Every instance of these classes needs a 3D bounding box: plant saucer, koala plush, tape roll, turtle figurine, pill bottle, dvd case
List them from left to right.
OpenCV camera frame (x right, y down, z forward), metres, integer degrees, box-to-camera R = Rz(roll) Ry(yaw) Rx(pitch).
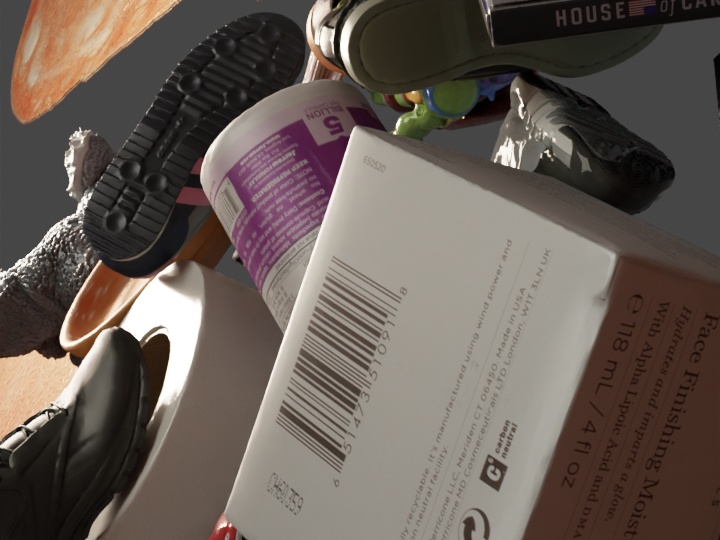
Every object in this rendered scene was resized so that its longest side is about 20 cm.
[{"bbox_3d":[-0.201,-0.014,1.550,0.184,0.177,0.200,-51,12,50],"label":"koala plush"},{"bbox_3d":[-0.141,-0.013,1.344,0.200,0.037,0.200,-45,17,18],"label":"plant saucer"},{"bbox_3d":[-0.091,0.111,1.195,0.203,0.139,0.203,-50,26,35],"label":"tape roll"},{"bbox_3d":[0.000,0.000,1.048,0.112,0.112,0.200,-47,64,37],"label":"pill bottle"},{"bbox_3d":[0.005,-0.139,1.207,0.200,0.144,0.194,-21,13,7],"label":"turtle figurine"},{"bbox_3d":[0.130,-0.160,0.933,0.200,0.150,0.025,-92,-6,-66],"label":"dvd case"}]

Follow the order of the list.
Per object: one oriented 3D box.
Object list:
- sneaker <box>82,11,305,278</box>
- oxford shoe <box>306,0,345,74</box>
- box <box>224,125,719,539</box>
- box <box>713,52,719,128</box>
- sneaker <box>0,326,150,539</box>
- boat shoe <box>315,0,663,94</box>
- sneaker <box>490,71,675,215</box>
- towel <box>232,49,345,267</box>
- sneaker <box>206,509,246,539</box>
[{"bbox_3d":[-0.106,-0.080,1.217,0.200,0.070,0.082,-50,-17,-11],"label":"sneaker"},{"bbox_3d":[0.069,-0.162,1.084,0.073,0.200,0.071,128,123,-80],"label":"oxford shoe"},{"bbox_3d":[0.065,0.065,0.803,0.200,0.131,0.199,31,105,53],"label":"box"},{"bbox_3d":[0.218,-0.065,0.817,0.143,0.036,0.200,-46,27,40],"label":"box"},{"bbox_3d":[-0.189,0.122,1.101,0.076,0.091,0.200,-6,60,68],"label":"sneaker"},{"bbox_3d":[0.073,-0.141,1.027,0.061,0.201,0.072,-150,54,-61],"label":"boat shoe"},{"bbox_3d":[0.105,-0.031,1.009,0.200,0.075,0.116,-104,38,-73],"label":"sneaker"},{"bbox_3d":[-0.047,-0.095,1.385,0.200,0.032,0.191,141,151,-83],"label":"towel"},{"bbox_3d":[-0.056,0.184,0.904,0.113,0.071,0.200,-52,22,31],"label":"sneaker"}]
